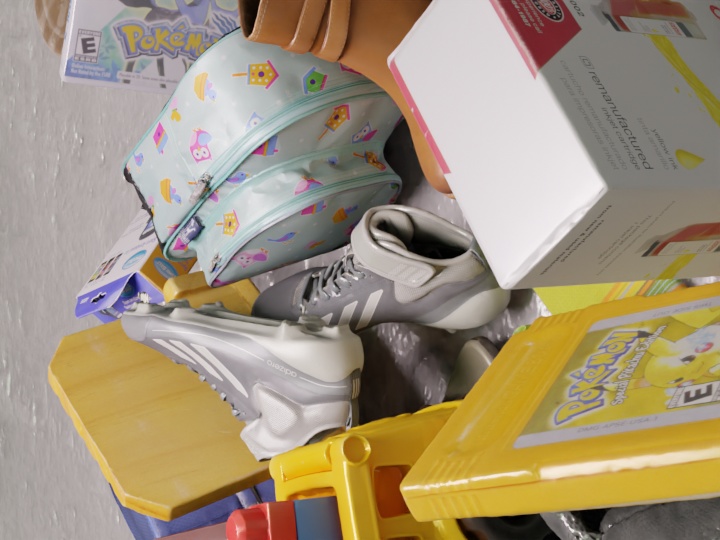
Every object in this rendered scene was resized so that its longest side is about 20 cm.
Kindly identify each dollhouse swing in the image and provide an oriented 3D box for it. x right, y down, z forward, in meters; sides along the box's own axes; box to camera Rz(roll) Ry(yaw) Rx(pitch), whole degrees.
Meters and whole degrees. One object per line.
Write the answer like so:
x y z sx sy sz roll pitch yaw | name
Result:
-0.112 0.126 1.010 0.200 0.175 0.182 50 159 32 | dollhouse swing

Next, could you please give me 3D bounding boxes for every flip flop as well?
0.054 0.130 0.943 0.081 0.057 0.200 59 136 31 | flip flop

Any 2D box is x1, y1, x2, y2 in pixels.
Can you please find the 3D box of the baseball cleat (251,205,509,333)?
0.000 0.000 0.918 0.199 0.107 0.070 -9 47 25 | baseball cleat

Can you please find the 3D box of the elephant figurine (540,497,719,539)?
0.218 0.126 0.663 0.200 0.155 0.142 -56 46 46 | elephant figurine

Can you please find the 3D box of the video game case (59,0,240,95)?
-0.112 -0.216 1.009 0.022 0.199 0.183 -121 41 -55 | video game case

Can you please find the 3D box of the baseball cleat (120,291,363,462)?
-0.088 0.073 0.914 0.199 0.070 0.107 6 97 37 | baseball cleat

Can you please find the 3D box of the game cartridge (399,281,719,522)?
0.139 0.060 0.690 0.199 0.176 0.033 -12 111 36 | game cartridge

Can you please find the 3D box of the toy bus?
0.013 0.182 0.774 0.136 0.191 0.201 -24 73 57 | toy bus

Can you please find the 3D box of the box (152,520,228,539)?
-0.049 0.217 0.912 0.100 0.200 0.075 -16 69 16 | box

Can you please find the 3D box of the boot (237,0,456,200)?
0.003 -0.141 0.832 0.077 0.155 0.201 -5 89 55 | boot

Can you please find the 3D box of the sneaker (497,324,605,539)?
0.110 0.133 0.862 0.083 0.071 0.201 31 119 55 | sneaker

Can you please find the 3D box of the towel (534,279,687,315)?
0.145 -0.003 0.842 0.086 0.018 0.200 -57 50 33 | towel

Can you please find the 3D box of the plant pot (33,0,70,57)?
-0.161 -0.229 1.094 0.200 0.173 0.201 8 101 51 | plant pot

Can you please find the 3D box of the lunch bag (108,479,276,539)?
-0.123 0.190 1.122 0.200 0.132 0.136 53 158 33 | lunch bag

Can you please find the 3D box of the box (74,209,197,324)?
-0.158 -0.033 1.118 0.119 0.041 0.200 -19 36 53 | box

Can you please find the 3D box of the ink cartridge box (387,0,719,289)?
0.135 -0.075 0.693 0.083 0.199 0.146 -50 56 40 | ink cartridge box

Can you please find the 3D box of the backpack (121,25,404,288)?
-0.057 -0.090 0.967 0.154 0.175 0.200 57 140 21 | backpack
